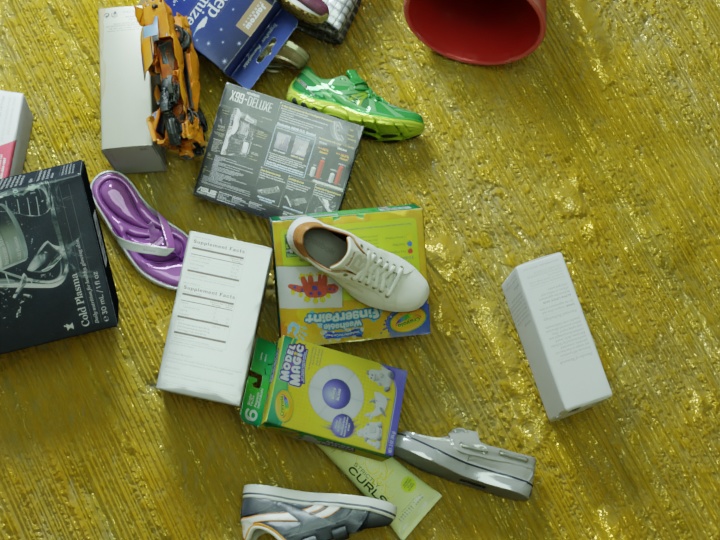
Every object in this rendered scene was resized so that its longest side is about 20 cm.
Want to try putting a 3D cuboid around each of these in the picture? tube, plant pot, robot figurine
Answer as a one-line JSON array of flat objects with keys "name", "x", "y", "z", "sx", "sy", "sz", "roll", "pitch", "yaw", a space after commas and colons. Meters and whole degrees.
[{"name": "tube", "x": 0.009, "y": 0.251, "z": 1.594, "sx": 0.200, "sy": 0.058, "sz": 0.052, "roll": 44, "pitch": 35, "yaw": 1}, {"name": "plant pot", "x": 0.172, "y": -0.418, "z": 1.725, "sx": 0.198, "sy": 0.201, "sz": 0.179, "roll": 14, "pitch": 66, "yaw": -2}, {"name": "robot figurine", "x": -0.245, "y": -0.242, "z": 1.607, "sx": 0.057, "sy": 0.145, "sz": 0.203, "roll": -8, "pitch": 85, "yaw": 11}]

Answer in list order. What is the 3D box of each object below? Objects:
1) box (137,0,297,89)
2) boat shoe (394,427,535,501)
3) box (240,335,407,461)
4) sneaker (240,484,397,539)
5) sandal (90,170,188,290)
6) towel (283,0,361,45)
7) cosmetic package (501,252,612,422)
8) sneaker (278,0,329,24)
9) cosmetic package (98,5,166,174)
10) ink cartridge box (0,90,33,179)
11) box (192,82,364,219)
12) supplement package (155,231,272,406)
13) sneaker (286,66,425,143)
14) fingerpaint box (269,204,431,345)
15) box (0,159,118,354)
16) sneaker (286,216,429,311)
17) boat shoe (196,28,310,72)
[{"name": "box", "x": -0.193, "y": -0.351, "z": 1.677, "sx": 0.199, "sy": 0.032, "sz": 0.122, "roll": 38, "pitch": 92, "yaw": 13}, {"name": "boat shoe", "x": 0.134, "y": 0.237, "z": 1.598, "sx": 0.198, "sy": 0.072, "sz": 0.066, "roll": 18, "pitch": 69, "yaw": -1}, {"name": "box", "x": -0.046, "y": 0.158, "z": 1.556, "sx": 0.198, "sy": 0.048, "sz": 0.119, "roll": 16, "pitch": 69, "yaw": -13}, {"name": "sneaker", "x": -0.054, "y": 0.319, "z": 1.552, "sx": 0.197, "sy": 0.079, "sz": 0.080, "roll": 4, "pitch": 70, "yaw": 9}, {"name": "sandal", "x": -0.289, "y": -0.052, "z": 1.643, "sx": 0.202, "sy": 0.050, "sz": 0.082, "roll": 43, "pitch": 77, "yaw": 5}, {"name": "towel", "x": -0.082, "y": -0.432, "z": 1.749, "sx": 0.198, "sy": 0.086, "sz": 0.167, "roll": 25, "pitch": 82, "yaw": 7}, {"name": "cosmetic package", "x": 0.258, "y": 0.089, "z": 1.634, "sx": 0.073, "sy": 0.102, "sz": 0.202, "roll": -18, "pitch": 78, "yaw": -9}, {"name": "sneaker", "x": -0.107, "y": -0.419, "z": 1.668, "sx": 0.199, "sy": 0.075, "sz": 0.090, "roll": 39, "pitch": 90, "yaw": 8}, {"name": "cosmetic package", "x": -0.307, "y": -0.242, "z": 1.664, "sx": 0.072, "sy": 0.104, "sz": 0.203, "roll": -4, "pitch": 74, "yaw": 1}, {"name": "ink cartridge box", "x": -0.548, "y": -0.168, "z": 1.632, "sx": 0.197, "sy": 0.086, "sz": 0.150, "roll": 8, "pitch": 75, "yaw": -6}, {"name": "box", "x": -0.110, "y": -0.147, "z": 1.665, "sx": 0.198, "sy": 0.050, "sz": 0.160, "roll": 17, "pitch": 90, "yaw": -1}, {"name": "supplement package", "x": -0.184, "y": 0.065, "z": 1.577, "sx": 0.108, "sy": 0.114, "sz": 0.203, "roll": 12, "pitch": 83, "yaw": -3}, {"name": "sneaker", "x": -0.002, "y": -0.235, "z": 1.709, "sx": 0.198, "sy": 0.074, "sz": 0.085, "roll": 17, "pitch": 76, "yaw": -2}, {"name": "fingerpaint box", "x": -0.014, "y": 0.006, "z": 1.617, "sx": 0.197, "sy": 0.073, "sz": 0.169, "roll": -6, "pitch": 98, "yaw": -7}, {"name": "box", "x": -0.420, "y": -0.014, "z": 1.547, "sx": 0.194, "sy": 0.124, "sz": 0.202, "roll": -14, "pitch": 105, "yaw": -7}, {"name": "sneaker", "x": 0.000, "y": 0.000, "z": 1.539, "sx": 0.198, "sy": 0.085, "sz": 0.073, "roll": 25, "pitch": 91, "yaw": -12}, {"name": "boat shoe", "x": -0.167, "y": -0.307, "z": 1.719, "sx": 0.198, "sy": 0.073, "sz": 0.063, "roll": 16, "pitch": 82, "yaw": 11}]
